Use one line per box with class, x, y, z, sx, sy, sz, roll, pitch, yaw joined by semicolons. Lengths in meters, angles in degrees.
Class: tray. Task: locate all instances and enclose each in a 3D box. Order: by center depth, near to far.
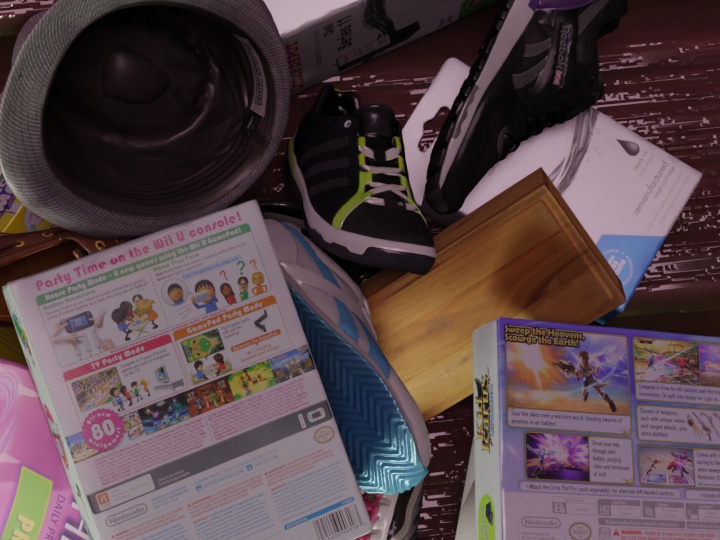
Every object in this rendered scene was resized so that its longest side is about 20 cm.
tray;0.065;0.029;0.887;0.199;0.037;0.099;-33;108;16

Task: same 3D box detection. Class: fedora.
fedora;-0.140;-0.113;0.810;0.199;0.090;0.178;2;117;-39

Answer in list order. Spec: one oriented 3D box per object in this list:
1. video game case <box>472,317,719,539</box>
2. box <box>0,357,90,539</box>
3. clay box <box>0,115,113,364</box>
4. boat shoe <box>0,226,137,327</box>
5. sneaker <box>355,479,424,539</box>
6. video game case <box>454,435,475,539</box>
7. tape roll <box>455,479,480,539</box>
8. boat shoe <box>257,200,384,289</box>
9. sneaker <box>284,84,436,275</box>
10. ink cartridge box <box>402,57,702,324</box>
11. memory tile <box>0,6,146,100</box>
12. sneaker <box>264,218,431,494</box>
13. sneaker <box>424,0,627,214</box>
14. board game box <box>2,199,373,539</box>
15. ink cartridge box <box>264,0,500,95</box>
video game case;0.169;0.129;0.840;0.199;0.045;0.183;6;74;-17
box;-0.204;0.149;0.798;0.199;0.097;0.177;19;81;-15
clay box;-0.213;-0.006;0.900;0.047;0.115;0.200;29;80;42
boat shoe;-0.174;0.003;0.842;0.199;0.067;0.073;-10;107;-29
sneaker;0.034;0.227;0.895;0.087;0.074;0.201;8;78;-9
video game case;0.142;0.224;0.880;0.181;0.023;0.201;17;71;-13
tape roll;0.160;0.190;0.864;0.201;0.037;0.204;5;73;-17
boat shoe;-0.001;0.003;0.930;0.200;0.063;0.074;15;79;0
sneaker;-0.003;-0.069;0.878;0.071;0.200;0.083;8;114;-28
ink cartridge box;0.121;-0.065;0.938;0.199;0.067;0.116;32;83;4
memory tile;-0.183;-0.162;0.911;0.200;0.153;0.017;-46;112;-5
sneaker;-0.017;0.047;0.829;0.077;0.081;0.200;-44;76;31
sneaker;0.114;-0.118;0.877;0.087;0.076;0.201;27;81;-2
board game box;-0.098;0.079;0.752;0.147;0.064;0.201;-19;93;-18
ink cartridge box;0.007;-0.207;0.918;0.199;0.147;0.083;-25;83;-3
